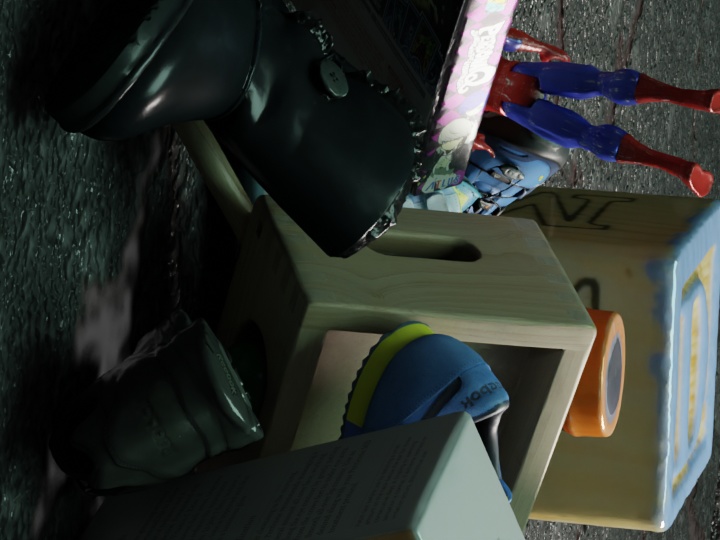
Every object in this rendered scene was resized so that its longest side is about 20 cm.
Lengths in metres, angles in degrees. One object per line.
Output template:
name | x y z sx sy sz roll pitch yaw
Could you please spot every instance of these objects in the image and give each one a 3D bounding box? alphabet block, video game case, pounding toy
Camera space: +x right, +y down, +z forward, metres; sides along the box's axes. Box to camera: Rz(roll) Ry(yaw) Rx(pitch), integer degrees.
alphabet block | 0.127 0.052 1.940 0.196 0.200 0.196 -32 126 -71
video game case | 0.013 -0.170 1.457 0.200 0.036 0.181 59 -30 34
pounding toy | -0.009 0.034 1.476 0.142 0.200 0.184 -116 -143 -53

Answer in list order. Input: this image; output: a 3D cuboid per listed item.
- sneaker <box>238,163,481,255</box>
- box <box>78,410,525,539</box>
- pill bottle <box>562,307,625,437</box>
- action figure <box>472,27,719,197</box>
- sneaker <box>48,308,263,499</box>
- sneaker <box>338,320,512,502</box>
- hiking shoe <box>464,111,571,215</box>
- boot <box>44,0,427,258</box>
sneaker | 0.000 0.000 1.564 0.080 0.130 0.200 -120 -150 -73
box | -0.023 0.173 1.349 0.152 0.200 0.106 65 26 -20
pill bottle | 0.047 0.051 1.641 0.106 0.200 0.106 5 90 -75
action figure | 0.103 -0.085 1.514 0.099 0.200 0.065 18 90 -64
sneaker | -0.102 0.067 1.350 0.076 0.091 0.200 62 -7 3
sneaker | 0.026 0.123 1.402 0.066 0.078 0.200 -20 134 -42
hiking shoe | 0.063 -0.040 1.746 0.200 0.074 0.087 -30 -138 58
boot | -0.048 -0.071 1.340 0.168 0.076 0.200 47 27 -14
